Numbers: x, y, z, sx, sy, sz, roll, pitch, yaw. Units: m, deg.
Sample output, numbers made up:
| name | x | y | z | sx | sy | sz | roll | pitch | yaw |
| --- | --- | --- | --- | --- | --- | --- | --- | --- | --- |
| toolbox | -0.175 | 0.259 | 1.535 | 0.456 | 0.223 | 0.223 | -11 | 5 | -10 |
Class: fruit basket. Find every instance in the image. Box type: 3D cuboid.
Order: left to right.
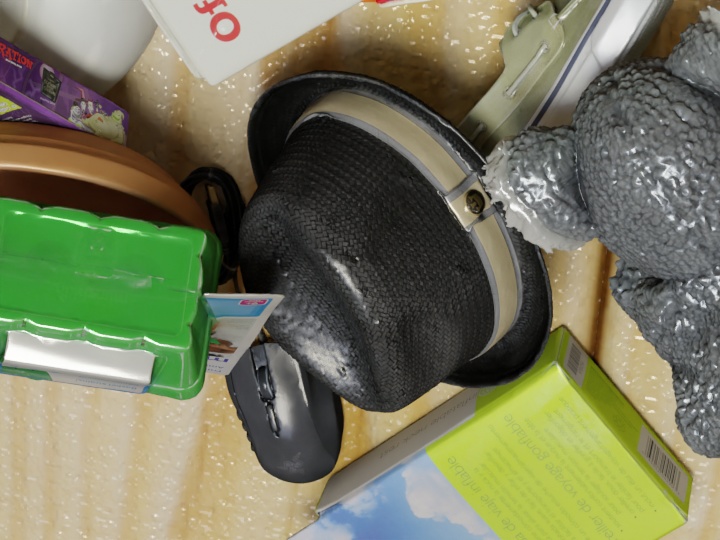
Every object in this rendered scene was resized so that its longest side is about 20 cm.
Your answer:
| name | x | y | z | sx | sy | sz | roll | pitch | yaw |
| --- | --- | --- | --- | --- | --- | --- | --- | --- | --- |
| fruit basket | -0.144 | 0.028 | 1.271 | 0.184 | 0.094 | 0.200 | 9 | 160 | -10 |

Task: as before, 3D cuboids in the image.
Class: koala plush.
| name | x | y | z | sx | sy | sz | roll | pitch | yaw |
| --- | --- | --- | --- | --- | --- | --- | --- | --- | --- |
| koala plush | 0.172 | -0.024 | 1.197 | 0.177 | 0.184 | 0.200 | -27 | 116 | 23 |

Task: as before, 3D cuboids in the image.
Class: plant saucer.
| name | x | y | z | sx | sy | sz | roll | pitch | yaw |
| --- | --- | --- | --- | --- | --- | --- | --- | --- | --- |
| plant saucer | -0.173 | -0.028 | 1.309 | 0.199 | 0.038 | 0.200 | 4 | 157 | 2 |

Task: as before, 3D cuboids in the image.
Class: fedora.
| name | x | y | z | sx | sy | sz | roll | pitch | yaw |
| --- | --- | --- | --- | --- | --- | --- | --- | --- | --- |
| fedora | 0.000 | 0.000 | 1.272 | 0.200 | 0.092 | 0.201 | 27 | 141 | 24 |

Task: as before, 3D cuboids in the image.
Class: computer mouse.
| name | x | y | z | sx | sy | sz | roll | pitch | yaw |
| --- | --- | --- | --- | --- | --- | --- | --- | --- | --- |
| computer mouse | -0.059 | 0.036 | 1.376 | 0.058 | 0.034 | 0.201 | -13 | 114 | 19 |

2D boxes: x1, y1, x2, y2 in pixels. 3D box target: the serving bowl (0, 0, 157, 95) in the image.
| name | x | y | z | sx | sy | sz | roll | pitch | yaw |
| --- | --- | --- | --- | --- | --- | --- | --- | --- | --- |
| serving bowl | -0.202 | -0.156 | 1.283 | 0.199 | 0.066 | 0.201 | 6 | 120 | 10 |

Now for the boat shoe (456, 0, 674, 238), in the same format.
| name | x | y | z | sx | sy | sz | roll | pitch | yaw |
| --- | --- | --- | --- | --- | --- | --- | --- | --- | --- |
| boat shoe | 0.097 | -0.102 | 1.246 | 0.062 | 0.072 | 0.200 | 36 | 116 | 7 |

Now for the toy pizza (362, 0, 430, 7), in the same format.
| name | x | y | z | sx | sy | sz | roll | pitch | yaw |
| --- | --- | --- | --- | --- | --- | --- | --- | --- | --- |
| toy pizza | 0.070 | -0.150 | 1.151 | 0.199 | 0.200 | 0.032 | -12 | 100 | 18 |

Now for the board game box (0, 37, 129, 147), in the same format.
| name | x | y | z | sx | sy | sz | roll | pitch | yaw |
| --- | --- | --- | --- | --- | --- | --- | --- | --- | --- |
| board game box | -0.233 | -0.072 | 1.293 | 0.199 | 0.032 | 0.120 | -13 | 147 | 35 |

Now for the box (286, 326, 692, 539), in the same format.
| name | x | y | z | sx | sy | sz | roll | pitch | yaw |
| --- | --- | --- | --- | --- | --- | --- | --- | --- | --- |
| box | 0.071 | 0.133 | 1.393 | 0.200 | 0.048 | 0.122 | -34 | 106 | 26 |

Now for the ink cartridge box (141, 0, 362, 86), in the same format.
| name | x | y | z | sx | sy | sz | roll | pitch | yaw |
| --- | --- | --- | --- | --- | --- | --- | --- | --- | --- |
| ink cartridge box | -0.017 | -0.192 | 1.003 | 0.199 | 0.083 | 0.146 | -28 | 119 | 10 |
